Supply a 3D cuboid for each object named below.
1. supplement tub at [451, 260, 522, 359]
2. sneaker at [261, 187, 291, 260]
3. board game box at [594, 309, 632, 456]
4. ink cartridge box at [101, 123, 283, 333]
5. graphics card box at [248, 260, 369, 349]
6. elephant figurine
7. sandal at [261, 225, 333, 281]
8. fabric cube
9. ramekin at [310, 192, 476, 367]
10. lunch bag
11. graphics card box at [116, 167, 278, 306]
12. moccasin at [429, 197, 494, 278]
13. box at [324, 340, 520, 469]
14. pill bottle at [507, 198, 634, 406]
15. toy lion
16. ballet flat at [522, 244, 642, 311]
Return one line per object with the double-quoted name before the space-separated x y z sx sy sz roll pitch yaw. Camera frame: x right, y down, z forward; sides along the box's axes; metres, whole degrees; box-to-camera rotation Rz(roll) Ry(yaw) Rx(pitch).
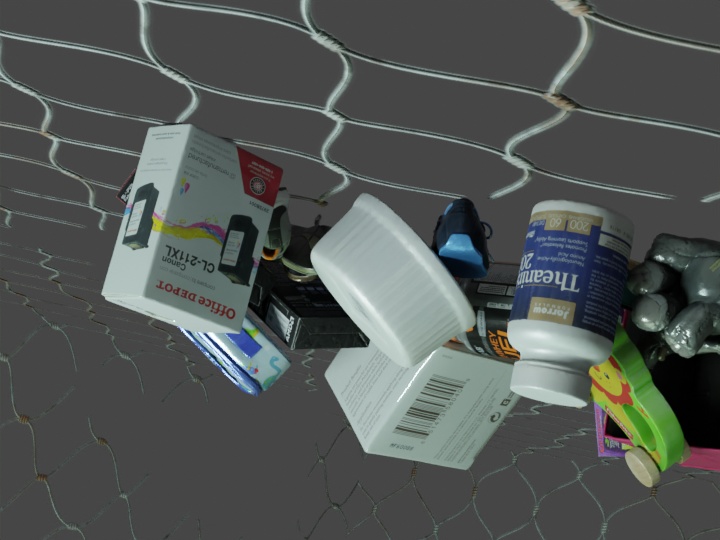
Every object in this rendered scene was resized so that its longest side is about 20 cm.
"supplement tub" 0.206 0.052 1.653 0.200 0.123 0.122 5 166 36
"sneaker" -0.126 -0.046 1.639 0.074 0.080 0.200 -10 174 -10
"board game box" 0.351 0.150 1.763 0.032 0.201 0.120 -1 174 -24
"ink cartridge box" -0.184 -0.043 1.460 0.083 0.201 0.146 1 163 46
"graphics card box" -0.083 0.039 1.766 0.125 0.051 0.200 1 -156 -36
"elephant figurine" 0.368 0.044 1.426 0.155 0.142 0.200 23 168 30
"sandal" -0.073 -0.019 1.706 0.057 0.080 0.201 64 163 -16
"fabric cube" 0.448 0.142 1.620 0.200 0.197 0.199 1 163 44
"ramekin" 0.032 0.017 1.512 0.201 0.098 0.200 48 172 9
"lunch bag" -0.182 0.075 1.722 0.200 0.082 0.161 46 172 -2
"graphics card box" -0.206 -0.042 1.658 0.200 0.051 0.125 37 179 29
"moccasin" 0.120 -0.034 1.492 0.080 0.068 0.200 6 170 -3
"box" 0.098 0.142 1.832 0.200 0.199 0.171 15 -152 -36
"pill bottle" 0.215 0.035 1.370 0.111 0.201 0.111 12 168 3
"toy lion" 0.290 0.124 1.477 0.200 0.069 0.192 51 167 28
"ballet flat" 0.270 0.003 1.512 0.200 0.071 0.071 18 167 -15
